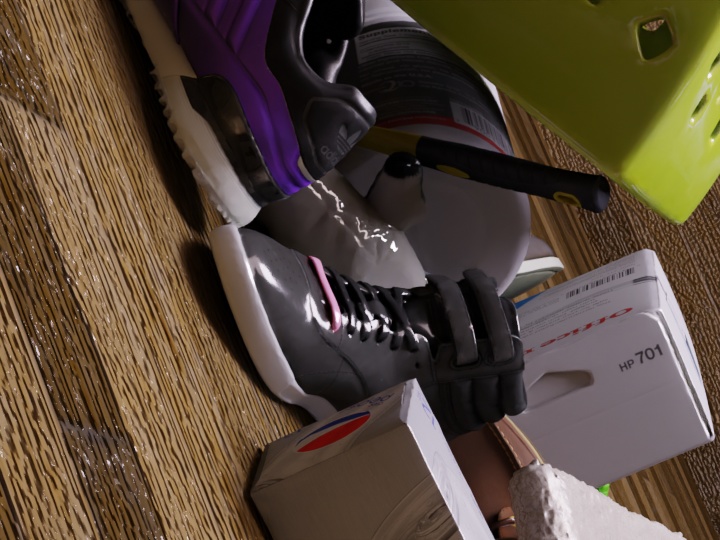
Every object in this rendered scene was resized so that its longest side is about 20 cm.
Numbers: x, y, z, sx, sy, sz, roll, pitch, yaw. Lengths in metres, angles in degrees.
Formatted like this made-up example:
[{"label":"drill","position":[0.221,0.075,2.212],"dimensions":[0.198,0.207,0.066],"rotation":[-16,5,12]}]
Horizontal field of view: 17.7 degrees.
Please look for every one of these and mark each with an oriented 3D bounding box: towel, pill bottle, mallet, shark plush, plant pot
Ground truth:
[{"label":"towel","position":[0.120,0.168,1.048],"dimensions":[0.200,0.034,0.133],"rotation":[34,41,-59]},{"label":"pill bottle","position":[0.022,-0.065,1.223],"dimensions":[0.114,0.113,0.200],"rotation":[60,10,-28]},{"label":"mallet","position":[0.024,-0.051,1.072],"dimensions":[0.041,0.199,0.066],"rotation":[-60,155,-24]},{"label":"shark plush","position":[0.000,0.000,1.096],"dimensions":[0.083,0.091,0.200],"rotation":[32,-11,42]},{"label":"plant pot","position":[0.120,-0.158,1.098],"dimensions":[0.200,0.182,0.199],"rotation":[40,7,15]}]

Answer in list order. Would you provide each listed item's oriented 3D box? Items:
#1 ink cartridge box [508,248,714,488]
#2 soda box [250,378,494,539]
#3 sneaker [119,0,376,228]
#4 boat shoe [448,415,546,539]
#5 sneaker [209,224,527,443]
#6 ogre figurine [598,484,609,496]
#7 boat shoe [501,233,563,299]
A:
[{"label":"ink cartridge box","position":[0.119,0.065,1.337],"dimensions":[0.200,0.146,0.086],"rotation":[-66,132,-77]},{"label":"soda box","position":[0.033,0.147,0.876],"dimensions":[0.063,0.068,0.201],"rotation":[-72,137,-77]},{"label":"sneaker","position":[-0.048,-0.119,0.991],"dimensions":[0.201,0.099,0.070],"rotation":[66,9,26]},{"label":"boat shoe","position":[0.067,0.141,1.072],"dimensions":[0.068,0.072,0.201],"rotation":[52,19,-63]},{"label":"sneaker","position":[0.010,0.019,0.981],"dimensions":[0.200,0.099,0.071],"rotation":[50,19,-55]},{"label":"ogre figurine","position":[0.167,0.209,1.429],"dimensions":[0.120,0.098,0.200],"rotation":[50,-16,31]},{"label":"boat shoe","position":[0.067,-0.009,1.402],"dimensions":[0.061,0.072,0.201],"rotation":[62,21,8]}]
